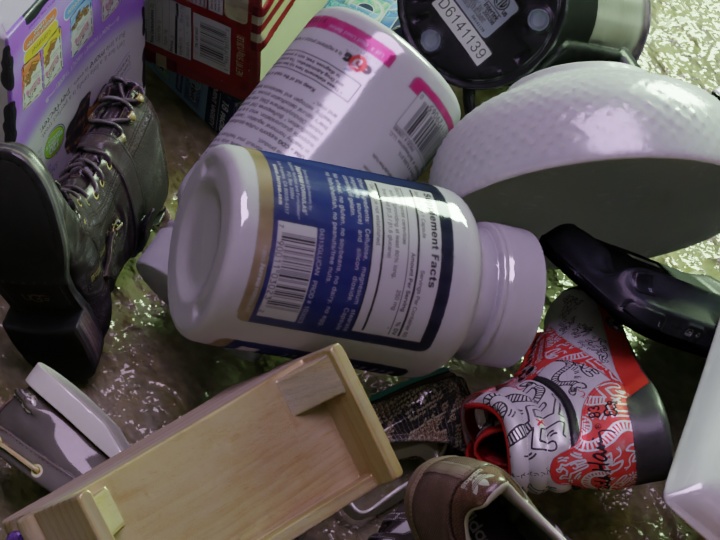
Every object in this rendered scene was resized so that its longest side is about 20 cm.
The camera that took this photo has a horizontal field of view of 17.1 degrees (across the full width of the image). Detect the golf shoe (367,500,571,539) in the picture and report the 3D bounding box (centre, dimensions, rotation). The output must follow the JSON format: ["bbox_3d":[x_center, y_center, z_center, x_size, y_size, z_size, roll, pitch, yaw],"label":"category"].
[{"bbox_3d":[0.026,0.169,1.332,0.199,0.078,0.095,-3,36,-27],"label":"golf shoe"}]

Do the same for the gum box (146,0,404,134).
[{"bbox_3d":[-0.084,-0.190,1.666,0.169,0.045,0.200,-28,57,-32],"label":"gum box"}]

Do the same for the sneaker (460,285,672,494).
[{"bbox_3d":[0.107,0.068,1.415,0.107,0.068,0.202,-8,26,-8],"label":"sneaker"}]

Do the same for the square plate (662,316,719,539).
[{"bbox_3d":[0.276,0.118,1.396,0.200,0.028,0.199,39,45,-14],"label":"square plate"}]

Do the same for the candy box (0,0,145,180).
[{"bbox_3d":[-0.199,-0.120,1.464,0.071,0.201,0.168,20,45,15],"label":"candy box"}]

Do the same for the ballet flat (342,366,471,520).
[{"bbox_3d":[-0.019,0.110,1.386,0.199,0.068,0.076,-11,76,-23],"label":"ballet flat"}]

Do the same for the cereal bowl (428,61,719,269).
[{"bbox_3d":[0.137,-0.070,1.444,0.198,0.200,0.084,0,71,-12],"label":"cereal bowl"}]

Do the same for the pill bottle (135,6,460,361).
[{"bbox_3d":[-0.039,-0.051,1.452,0.113,0.113,0.200,33,76,20],"label":"pill bottle"}]

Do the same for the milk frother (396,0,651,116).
[{"bbox_3d":[0.087,-0.132,1.598,0.188,0.199,0.182,-4,73,-66],"label":"milk frother"}]

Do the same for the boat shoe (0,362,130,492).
[{"bbox_3d":[-0.127,0.139,1.329,0.202,0.072,0.060,43,88,12],"label":"boat shoe"}]

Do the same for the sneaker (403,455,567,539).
[{"bbox_3d":[0.097,0.184,1.262,0.070,0.075,0.200,-44,105,-20],"label":"sneaker"}]

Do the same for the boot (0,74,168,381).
[{"bbox_3d":[-0.169,-0.052,1.422,0.069,0.201,0.175,8,51,15],"label":"boot"}]

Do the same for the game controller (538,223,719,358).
[{"bbox_3d":[0.190,0.021,1.461,0.104,0.042,0.199,34,10,40],"label":"game controller"}]

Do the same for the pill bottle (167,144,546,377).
[{"bbox_3d":[0.000,0.000,1.350,0.199,0.111,0.112,11,43,-23],"label":"pill bottle"}]

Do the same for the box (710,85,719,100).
[{"bbox_3d":[0.348,-0.081,1.660,0.200,0.035,0.110,39,51,24],"label":"box"}]

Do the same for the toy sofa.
[{"bbox_3d":[-0.083,0.122,1.261,0.199,0.097,0.083,-29,93,-39],"label":"toy sofa"}]

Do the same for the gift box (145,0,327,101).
[{"bbox_3d":[-0.080,-0.237,1.564,0.199,0.185,0.187,25,57,8],"label":"gift box"}]
